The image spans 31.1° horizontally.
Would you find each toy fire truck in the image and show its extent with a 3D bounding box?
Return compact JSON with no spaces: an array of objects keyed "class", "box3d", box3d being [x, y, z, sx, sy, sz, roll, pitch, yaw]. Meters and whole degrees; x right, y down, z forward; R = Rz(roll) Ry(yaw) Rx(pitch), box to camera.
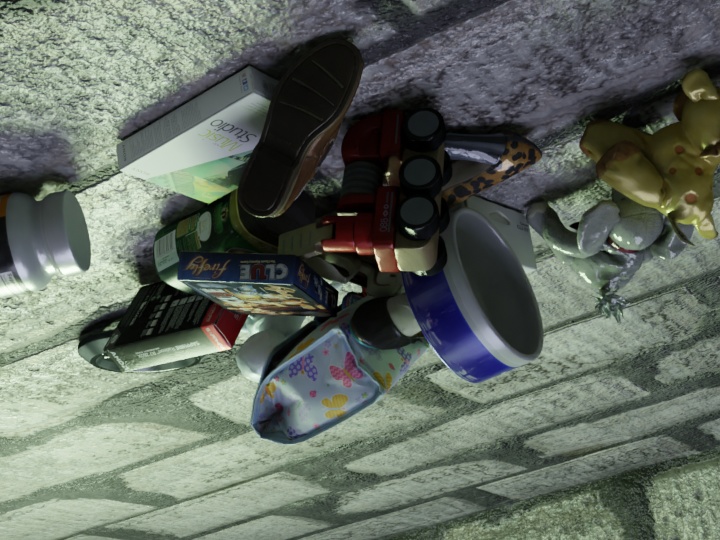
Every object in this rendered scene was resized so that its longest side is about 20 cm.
[{"class":"toy fire truck","box3d":[-0.002,-0.077,1.432,0.199,0.177,0.129,0,149,10]}]

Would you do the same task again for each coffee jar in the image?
[{"class":"coffee jar","box3d":[-0.151,-0.044,1.558,0.200,0.086,0.104,-27,145,35]}]

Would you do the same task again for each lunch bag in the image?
[{"class":"lunch bag","box3d":[-0.040,0.124,1.625,0.200,0.127,0.170,-35,-179,31]}]

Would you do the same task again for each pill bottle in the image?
[{"class":"pill bottle","box3d":[-0.413,-0.024,1.453,0.199,0.117,0.116,-12,158,3]}]

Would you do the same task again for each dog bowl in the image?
[{"class":"dog bowl","box3d":[0.135,0.030,1.549,0.079,0.201,0.200,-28,153,25]}]

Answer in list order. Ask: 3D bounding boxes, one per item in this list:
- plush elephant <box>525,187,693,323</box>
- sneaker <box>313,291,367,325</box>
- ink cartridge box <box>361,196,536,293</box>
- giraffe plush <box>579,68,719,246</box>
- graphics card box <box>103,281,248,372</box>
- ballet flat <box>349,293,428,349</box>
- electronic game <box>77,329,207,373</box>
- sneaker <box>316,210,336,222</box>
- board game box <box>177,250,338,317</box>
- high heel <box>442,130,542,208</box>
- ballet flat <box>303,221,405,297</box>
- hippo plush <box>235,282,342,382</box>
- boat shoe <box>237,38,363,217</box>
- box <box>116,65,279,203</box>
[{"class":"plush elephant","box3d":[0.330,-0.056,1.668,0.164,0.200,0.155,8,134,-22]},{"class":"sneaker","box3d":[0.013,0.059,1.708,0.078,0.076,0.200,38,132,-27]},{"class":"ink cartridge box","box3d":[0.116,-0.014,1.752,0.145,0.084,0.200,14,148,-44]},{"class":"giraffe plush","box3d":[0.375,-0.148,1.484,0.172,0.200,0.162,14,119,-39]},{"class":"graphics card box","box3d":[-0.229,0.059,1.682,0.199,0.126,0.051,-14,127,33]},{"class":"ballet flat","box3d":[0.065,0.054,1.573,0.068,0.068,0.200,-35,161,30]},{"class":"electronic game","box3d":[-0.320,0.116,1.928,0.199,0.042,0.200,-3,162,-1]},{"class":"sneaker","box3d":[-0.068,-0.031,1.647,0.099,0.078,0.200,17,144,-41]},{"class":"board game box","box3d":[-0.114,0.018,1.494,0.135,0.035,0.200,2,168,14]},{"class":"high heel","box3d":[0.131,-0.096,1.572,0.142,0.072,0.200,2,147,-13]},{"class":"ballet flat","box3d":[0.000,0.000,1.584,0.199,0.065,0.071,18,132,-4]},{"class":"hippo plush","box3d":[-0.133,0.095,1.802,0.159,0.161,0.200,-25,154,31]},{"class":"boat shoe","box3d":[-0.058,-0.146,1.314,0.200,0.072,0.068,-55,168,15]},{"class":"box","box3d":[-0.143,-0.141,1.395,0.200,0.036,0.144,-24,154,31]}]
